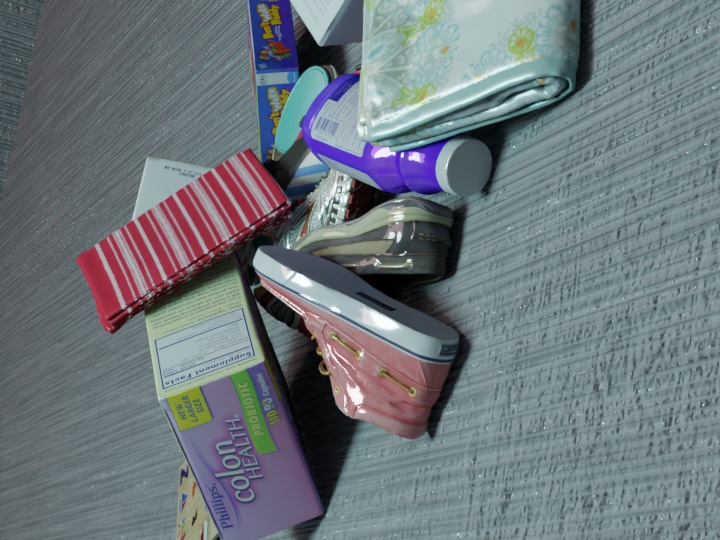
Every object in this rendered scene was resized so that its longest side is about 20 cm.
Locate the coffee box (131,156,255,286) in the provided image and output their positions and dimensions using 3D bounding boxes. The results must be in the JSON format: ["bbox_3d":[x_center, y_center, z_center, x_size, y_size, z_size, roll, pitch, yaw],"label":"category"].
[{"bbox_3d":[-0.159,-0.047,1.773,0.200,0.113,0.081,84,-162,-80],"label":"coffee box"}]

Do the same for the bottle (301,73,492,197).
[{"bbox_3d":[0.032,-0.107,1.445,0.084,0.065,0.199,-52,37,-10],"label":"bottle"}]

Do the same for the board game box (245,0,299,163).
[{"bbox_3d":[-0.092,-0.215,1.832,0.201,0.044,0.135,-99,6,-47],"label":"board game box"}]

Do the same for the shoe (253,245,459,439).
[{"bbox_3d":[-0.016,0.056,1.397,0.199,0.071,0.092,27,108,29],"label":"shoe"}]

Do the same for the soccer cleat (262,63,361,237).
[{"bbox_3d":[-0.024,-0.107,1.642,0.200,0.086,0.070,-46,33,9],"label":"soccer cleat"}]

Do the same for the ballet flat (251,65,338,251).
[{"bbox_3d":[-0.054,-0.103,1.708,0.067,0.062,0.202,28,102,40],"label":"ballet flat"}]

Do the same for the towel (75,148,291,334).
[{"bbox_3d":[-0.163,-0.030,1.592,0.199,0.023,0.145,-33,32,-4],"label":"towel"}]

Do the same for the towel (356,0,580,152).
[{"bbox_3d":[0.083,-0.192,1.354,0.199,0.048,0.173,-15,61,36],"label":"towel"}]

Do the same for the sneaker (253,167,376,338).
[{"bbox_3d":[-0.042,-0.044,1.578,0.078,0.081,0.202,-11,-58,-74],"label":"sneaker"}]

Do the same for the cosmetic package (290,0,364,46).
[{"bbox_3d":[0.000,-0.342,1.550,0.200,0.122,0.200,58,136,23],"label":"cosmetic package"}]

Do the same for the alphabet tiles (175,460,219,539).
[{"bbox_3d":[-0.154,0.192,1.782,0.167,0.007,0.202,129,149,-47],"label":"alphabet tiles"}]

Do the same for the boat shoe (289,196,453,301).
[{"bbox_3d":[0.000,0.000,1.461,0.199,0.074,0.074,-26,59,50],"label":"boat shoe"}]

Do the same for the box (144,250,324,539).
[{"bbox_3d":[-0.117,0.109,1.562,0.201,0.096,0.177,-110,1,-58],"label":"box"}]
